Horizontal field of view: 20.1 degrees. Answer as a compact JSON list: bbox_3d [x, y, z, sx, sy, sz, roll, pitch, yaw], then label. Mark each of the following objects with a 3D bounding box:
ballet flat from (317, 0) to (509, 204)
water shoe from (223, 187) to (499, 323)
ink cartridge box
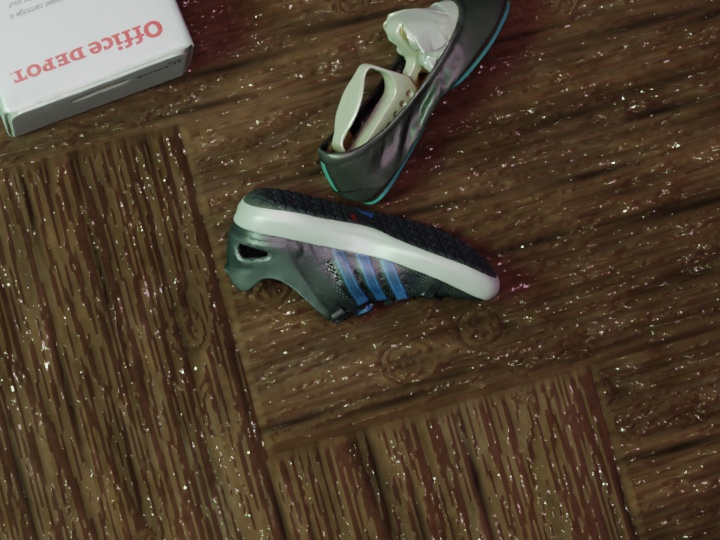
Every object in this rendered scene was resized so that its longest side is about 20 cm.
[{"bbox_3d":[0.036,-0.142,1.481,0.068,0.068,0.201,40,77,-33],"label":"ballet flat"},{"bbox_3d":[0.000,0.000,1.474,0.199,0.072,0.079,16,108,-6],"label":"water shoe"},{"bbox_3d":[-0.222,-0.215,1.459,0.146,0.083,0.201,-20,84,-10],"label":"ink cartridge box"}]
